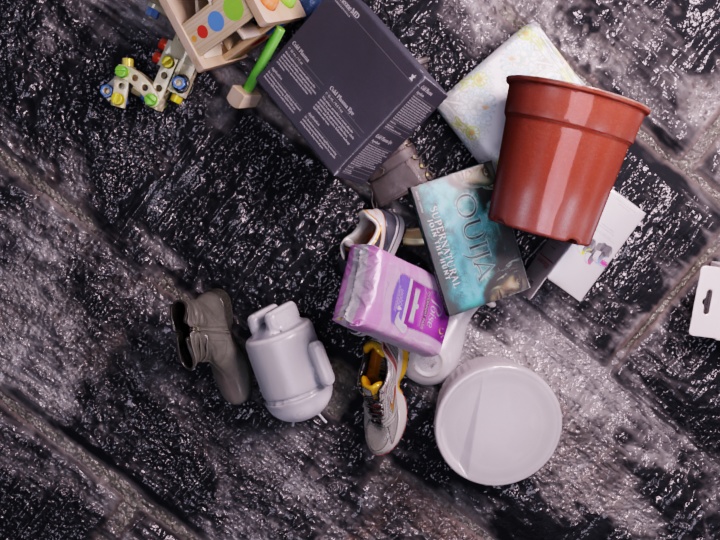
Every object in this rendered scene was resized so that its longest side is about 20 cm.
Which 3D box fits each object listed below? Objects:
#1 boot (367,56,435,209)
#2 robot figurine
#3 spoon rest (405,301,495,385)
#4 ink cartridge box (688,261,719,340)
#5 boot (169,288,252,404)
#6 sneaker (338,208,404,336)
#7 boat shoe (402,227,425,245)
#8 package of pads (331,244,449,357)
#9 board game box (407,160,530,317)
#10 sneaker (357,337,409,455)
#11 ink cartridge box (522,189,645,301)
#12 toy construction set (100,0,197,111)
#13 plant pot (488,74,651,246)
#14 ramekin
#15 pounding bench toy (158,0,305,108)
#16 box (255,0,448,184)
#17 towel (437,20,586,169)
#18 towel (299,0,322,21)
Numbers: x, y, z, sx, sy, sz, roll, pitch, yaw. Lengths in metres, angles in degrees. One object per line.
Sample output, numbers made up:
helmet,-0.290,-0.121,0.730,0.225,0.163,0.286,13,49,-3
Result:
boot,0.061,-0.208,1.181,0.199,0.069,0.175,-34,97,18
robot figurine,-0.111,0.153,1.220,0.168,0.112,0.202,-9,102,44
spoon rest,0.141,0.105,1.240,0.099,0.061,0.200,39,112,-3
ink cartridge box,0.608,0.052,1.201,0.197,0.068,0.118,7,100,-1
boot,-0.242,0.133,1.208,0.067,0.131,0.202,-12,98,22
sneaker,0.000,0.000,1.200,0.079,0.078,0.202,14,93,-37
boat shoe,0.159,-0.082,1.194,0.198,0.073,0.064,-13,92,1
package of pads,0.052,0.049,1.149,0.199,0.075,0.122,25,77,-43
board game box,0.163,-0.048,1.148,0.134,0.028,0.202,-19,96,-6
sneaker,0.025,0.197,1.230,0.077,0.082,0.203,5,98,34
ink cartridge box,0.331,-0.029,1.173,0.068,0.115,0.201,34,100,-5
toy construction set,-0.306,-0.328,1.163,0.130,0.092,0.202,25,110,-2
plant pot,0.271,-0.147,1.063,0.198,0.201,0.198,15,99,-1
ramekin,0.210,0.229,1.224,0.200,0.094,0.205,-1,104,-4
pounding bench toy,-0.160,-0.353,1.104,0.155,0.124,0.202,-23,100,30
box,-0.012,-0.260,1.090,0.182,0.104,0.201,-44,72,18
towel,0.240,-0.253,1.174,0.199,0.048,0.172,-39,94,7
towel,-0.118,-0.478,1.146,0.200,0.049,0.112,42,99,-5
